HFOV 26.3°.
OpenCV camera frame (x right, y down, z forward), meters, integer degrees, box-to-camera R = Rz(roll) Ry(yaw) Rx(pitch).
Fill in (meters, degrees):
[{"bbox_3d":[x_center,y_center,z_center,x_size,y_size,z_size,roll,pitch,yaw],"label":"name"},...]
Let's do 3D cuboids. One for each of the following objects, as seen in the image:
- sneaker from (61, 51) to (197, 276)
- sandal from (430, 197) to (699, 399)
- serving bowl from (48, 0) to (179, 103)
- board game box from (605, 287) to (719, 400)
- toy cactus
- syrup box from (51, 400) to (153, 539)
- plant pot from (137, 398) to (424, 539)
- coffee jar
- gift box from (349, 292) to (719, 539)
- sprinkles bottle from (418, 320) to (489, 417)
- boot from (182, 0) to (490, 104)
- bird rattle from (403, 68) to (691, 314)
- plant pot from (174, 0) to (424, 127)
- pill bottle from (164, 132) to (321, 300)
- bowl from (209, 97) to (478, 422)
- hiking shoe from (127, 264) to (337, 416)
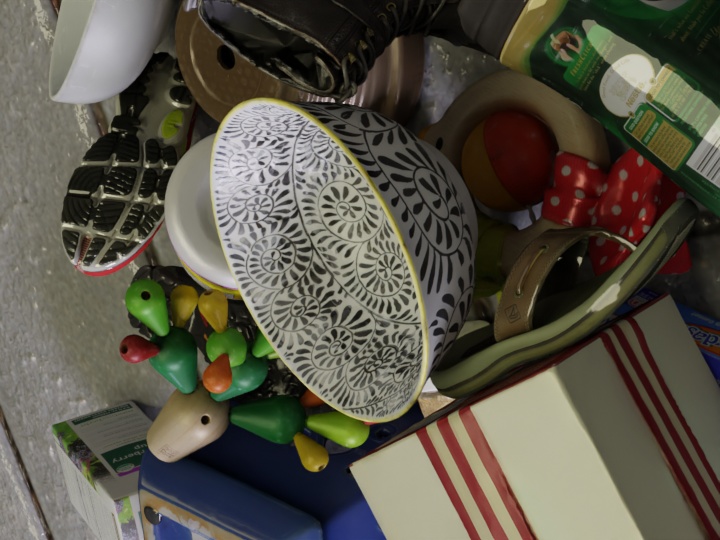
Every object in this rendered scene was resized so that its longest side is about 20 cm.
[{"bbox_3d":[-0.159,-0.068,1.140,0.077,0.200,0.085,13,145,8],"label":"sneaker"},{"bbox_3d":[0.103,0.012,0.868,0.201,0.080,0.057,-33,92,38],"label":"sandal"},{"bbox_3d":[-0.165,-0.210,1.100,0.200,0.066,0.201,-166,90,-70],"label":"serving bowl"},{"bbox_3d":[0.215,0.130,0.970,0.152,0.045,0.201,25,126,33],"label":"board game box"},{"bbox_3d":[-0.089,0.087,1.056,0.165,0.200,0.102,-43,34,35],"label":"toy cactus"},{"bbox_3d":[-0.192,0.183,1.305,0.200,0.079,0.082,25,129,63],"label":"syrup box"},{"bbox_3d":[-0.049,0.202,1.158,0.200,0.180,0.201,19,123,38],"label":"plant pot"},{"bbox_3d":[0.154,-0.118,0.834,0.200,0.104,0.085,37,134,8],"label":"coffee jar"},{"bbox_3d":[0.124,0.146,0.903,0.200,0.184,0.187,-33,84,41],"label":"gift box"},{"bbox_3d":[0.090,0.138,1.075,0.068,0.068,0.201,-10,102,46],"label":"sprinkles bottle"},{"bbox_3d":[0.014,-0.143,0.910,0.199,0.174,0.069,24,128,7],"label":"boot"},{"bbox_3d":[0.103,-0.048,0.955,0.200,0.112,0.164,-34,69,44],"label":"bird rattle"},{"bbox_3d":[-0.061,-0.156,1.056,0.200,0.093,0.201,22,124,36],"label":"plant pot"},{"bbox_3d":[-0.081,-0.033,1.073,0.104,0.104,0.200,61,174,1],"label":"pill bottle"},{"bbox_3d":[0.007,-0.021,0.905,0.201,0.094,0.201,36,140,38],"label":"bowl"},{"bbox_3d":[-0.078,0.045,1.169,0.200,0.101,0.076,31,115,27],"label":"hiking shoe"}]
